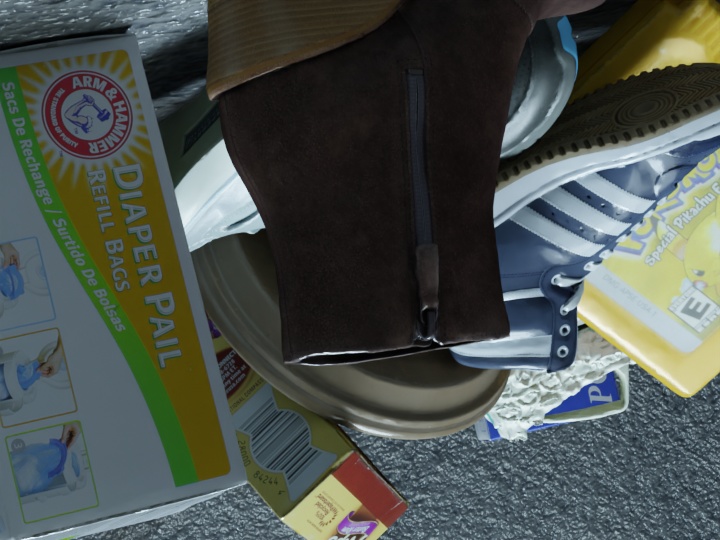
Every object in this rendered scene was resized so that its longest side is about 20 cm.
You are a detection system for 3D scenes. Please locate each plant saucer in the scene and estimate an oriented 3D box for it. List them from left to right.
[{"bbox_3d":[0.000,0.000,1.030,0.200,0.200,0.029,-8,147,-42],"label":"plant saucer"}]

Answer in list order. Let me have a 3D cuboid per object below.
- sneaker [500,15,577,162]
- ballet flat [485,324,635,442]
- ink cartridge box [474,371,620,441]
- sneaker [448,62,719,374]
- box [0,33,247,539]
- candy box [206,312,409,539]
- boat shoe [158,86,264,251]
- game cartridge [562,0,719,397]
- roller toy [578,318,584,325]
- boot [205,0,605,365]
[{"bbox_3d":[0.013,-0.078,0.942,0.200,0.073,0.082,-19,170,37],"label":"sneaker"},{"bbox_3d":[0.161,0.049,1.185,0.200,0.072,0.072,-21,175,-4],"label":"ballet flat"},{"bbox_3d":[0.104,0.006,1.298,0.094,0.200,0.044,-13,178,-9],"label":"ink cartridge box"},{"bbox_3d":[0.115,-0.022,0.972,0.200,0.109,0.070,-24,-156,8],"label":"sneaker"},{"bbox_3d":[-0.133,0.012,0.839,0.101,0.200,0.112,-12,172,-22],"label":"box"},{"bbox_3d":[-0.068,0.062,1.050,0.056,0.200,0.117,-44,154,-4],"label":"candy box"},{"bbox_3d":[-0.054,-0.045,0.908,0.071,0.070,0.201,22,144,-24],"label":"boat shoe"},{"bbox_3d":[0.170,-0.039,1.038,0.200,0.032,0.176,34,111,-31],"label":"game cartridge"},{"bbox_3d":[0.122,-0.045,1.173,0.200,0.140,0.182,-19,-177,8],"label":"roller toy"},{"bbox_3d":[0.034,-0.053,0.763,0.200,0.167,0.072,-10,173,-33],"label":"boot"}]
